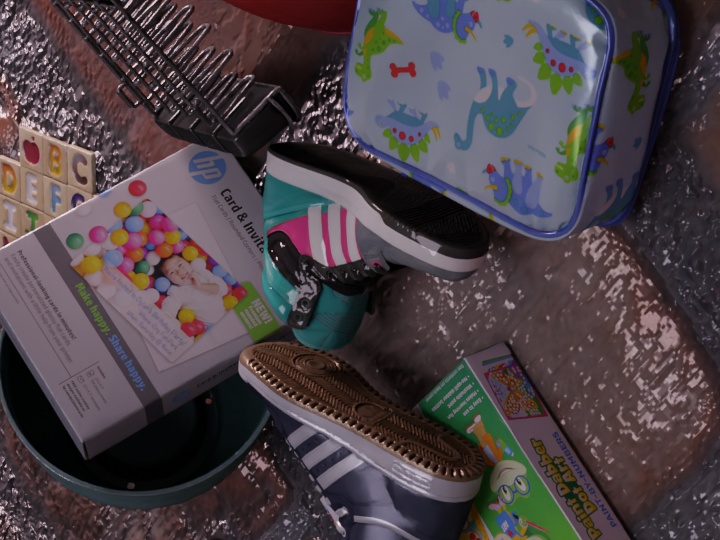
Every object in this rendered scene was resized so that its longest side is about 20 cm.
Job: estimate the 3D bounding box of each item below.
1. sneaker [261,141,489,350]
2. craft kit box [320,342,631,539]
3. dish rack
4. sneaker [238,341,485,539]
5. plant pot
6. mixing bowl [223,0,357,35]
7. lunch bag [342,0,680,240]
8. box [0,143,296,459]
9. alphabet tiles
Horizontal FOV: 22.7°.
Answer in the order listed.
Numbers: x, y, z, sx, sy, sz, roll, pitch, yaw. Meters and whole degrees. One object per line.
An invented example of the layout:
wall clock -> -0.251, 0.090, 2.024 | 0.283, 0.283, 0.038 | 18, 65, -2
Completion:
sneaker -> 0.000, 0.000, 1.171 | 0.200, 0.083, 0.121 | 29, 118, 46
craft kit box -> 0.082, 0.182, 1.180 | 0.198, 0.048, 0.200 | 55, 135, 15
dish rack -> -0.144, -0.157, 1.185 | 0.200, 0.055, 0.153 | 48, 165, -28
sneaker -> -0.012, 0.131, 1.179 | 0.200, 0.070, 0.109 | 29, 121, 34
plant pot -> -0.159, 0.089, 1.313 | 0.201, 0.200, 0.134 | 55, 162, 18
mixing bowl -> -0.057, -0.241, 1.138 | 0.200, 0.108, 0.201 | 18, 116, 41
lunch bag -> 0.082, -0.115, 1.051 | 0.200, 0.082, 0.161 | 29, 122, 37
box -> -0.144, 0.015, 1.251 | 0.156, 0.200, 0.041 | 55, 163, 18
alphabet tiles -> -0.251, -0.013, 1.491 | 0.166, 0.006, 0.201 | 22, 118, 41
